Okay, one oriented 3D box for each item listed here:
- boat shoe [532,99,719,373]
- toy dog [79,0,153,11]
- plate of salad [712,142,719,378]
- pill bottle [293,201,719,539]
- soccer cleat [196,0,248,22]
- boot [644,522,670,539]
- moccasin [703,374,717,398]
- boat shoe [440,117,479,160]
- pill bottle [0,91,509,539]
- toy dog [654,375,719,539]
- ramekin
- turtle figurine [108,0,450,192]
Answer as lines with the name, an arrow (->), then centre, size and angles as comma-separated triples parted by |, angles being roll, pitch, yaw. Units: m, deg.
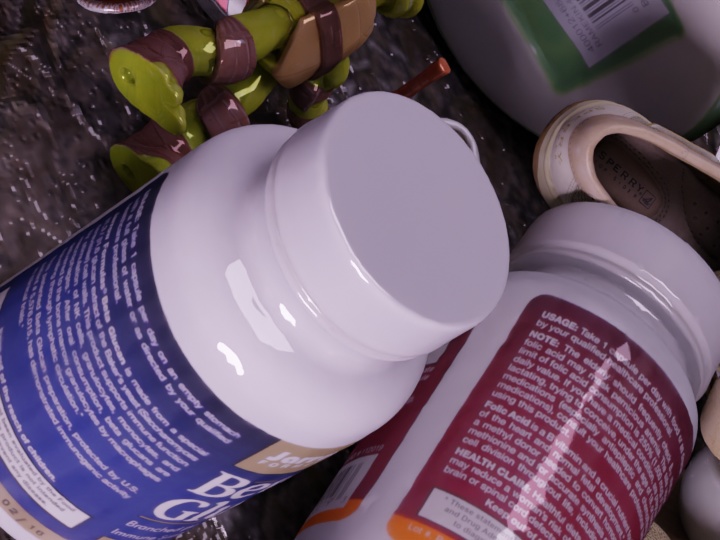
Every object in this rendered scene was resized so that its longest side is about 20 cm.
boat shoe -> 0.160, 0.001, 0.987 | 0.200, 0.065, 0.072 | 38, 87, -13
toy dog -> -0.132, -0.142, 0.882 | 0.132, 0.096, 0.200 | 56, 41, -4
plate of salad -> 0.219, -0.004, 1.084 | 0.199, 0.048, 0.202 | 0, 90, -36
pill bottle -> 0.062, 0.075, 0.922 | 0.114, 0.114, 0.200 | 46, 55, -15
soccer cleat -> -0.054, -0.180, 1.012 | 0.068, 0.073, 0.201 | -22, 84, -50
boot -> 0.103, 0.212, 0.929 | 0.072, 0.201, 0.156 | 8, 17, -17
moccasin -> 0.149, 0.031, 1.088 | 0.201, 0.077, 0.074 | -18, 103, -52
boat shoe -> 0.003, 0.003, 0.954 | 0.075, 0.086, 0.202 | 49, 41, -12
pill bottle -> -0.046, 0.019, 0.806 | 0.111, 0.200, 0.112 | 23, 52, -34
toy dog -> 0.212, 0.111, 0.984 | 0.097, 0.198, 0.132 | -91, 177, -45
ramekin -> 0.120, -0.149, 1.085 | 0.098, 0.200, 0.201 | -39, 96, -42
turtle figurine -> -0.025, -0.098, 0.939 | 0.161, 0.200, 0.064 | -33, 74, -29
